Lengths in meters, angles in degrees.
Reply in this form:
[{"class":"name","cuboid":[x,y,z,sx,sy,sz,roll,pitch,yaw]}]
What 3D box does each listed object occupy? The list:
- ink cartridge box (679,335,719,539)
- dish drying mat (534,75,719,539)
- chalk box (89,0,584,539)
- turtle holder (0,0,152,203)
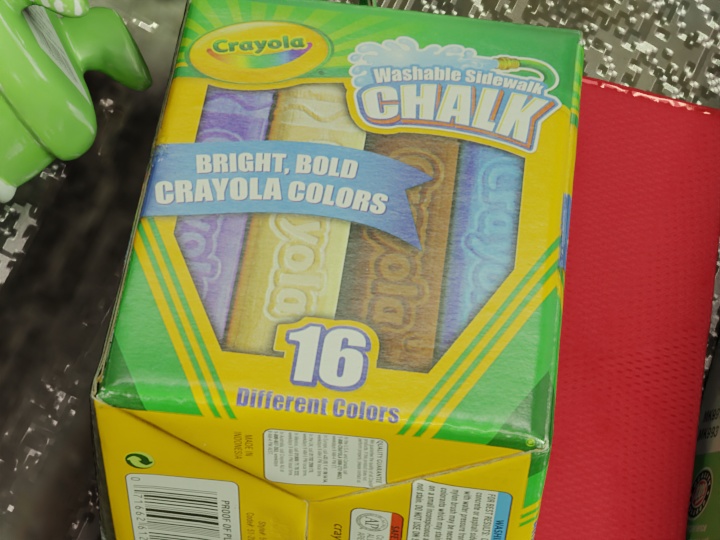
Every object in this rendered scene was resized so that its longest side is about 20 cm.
[{"class":"ink cartridge box","cuboid":[0.181,0.020,0.725,0.087,0.145,0.201,21,79,-9]},{"class":"dish drying mat","cuboid":[0.080,0.031,0.751,0.076,0.018,0.201,14,71,-11]},{"class":"chalk box","cuboid":[0.000,0.000,0.668,0.123,0.125,0.201,7,52,4]},{"class":"turtle holder","cuboid":[-0.162,-0.098,0.666,0.131,0.141,0.186,-30,100,2]}]
